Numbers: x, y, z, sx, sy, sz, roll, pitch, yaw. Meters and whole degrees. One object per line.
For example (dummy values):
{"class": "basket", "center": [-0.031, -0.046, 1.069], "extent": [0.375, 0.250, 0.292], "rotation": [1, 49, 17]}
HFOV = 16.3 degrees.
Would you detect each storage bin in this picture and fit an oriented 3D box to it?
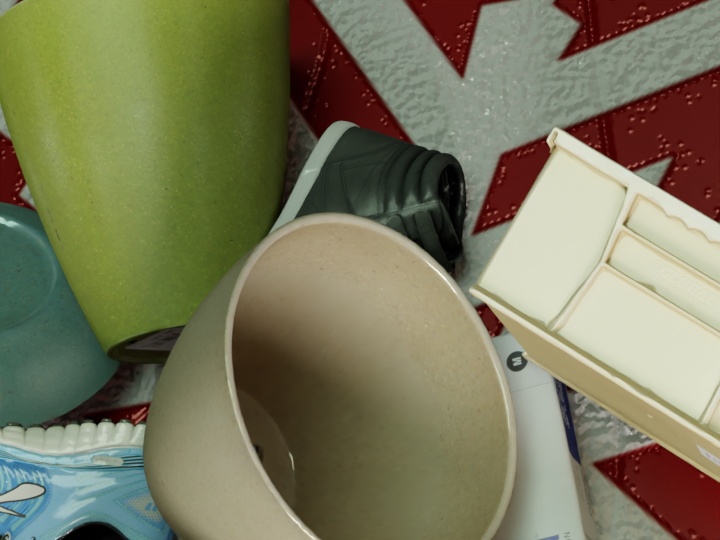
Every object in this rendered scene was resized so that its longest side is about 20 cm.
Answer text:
{"class": "storage bin", "center": [0.171, 0.038, 1.287], "extent": [0.198, 0.200, 0.094], "rotation": [32, 86, 16]}

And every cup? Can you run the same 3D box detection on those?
{"class": "cup", "center": [-0.036, 0.088, 1.345], "extent": [0.143, 0.199, 0.202], "rotation": [-28, 54, 42]}

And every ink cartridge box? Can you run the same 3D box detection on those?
{"class": "ink cartridge box", "center": [0.032, 0.148, 1.406], "extent": [0.199, 0.041, 0.201], "rotation": [-18, 61, 13]}

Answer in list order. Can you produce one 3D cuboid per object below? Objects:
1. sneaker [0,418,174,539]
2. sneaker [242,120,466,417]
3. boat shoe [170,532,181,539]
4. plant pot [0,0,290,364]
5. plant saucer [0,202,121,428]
{"class": "sneaker", "center": [-0.195, 0.135, 1.407], "extent": [0.198, 0.078, 0.091], "rotation": [-4, 72, 11]}
{"class": "sneaker", "center": [0.000, 0.000, 1.462], "extent": [0.099, 0.071, 0.201], "rotation": [6, 58, 28]}
{"class": "boat shoe", "center": [-0.092, 0.231, 1.406], "extent": [0.069, 0.071, 0.201], "rotation": [-19, 62, 28]}
{"class": "plant pot", "center": [-0.121, -0.052, 1.498], "extent": [0.186, 0.187, 0.202], "rotation": [-13, 76, 16]}
{"class": "plant saucer", "center": [-0.236, 0.014, 1.519], "extent": [0.199, 0.039, 0.202], "rotation": [4, 44, -4]}
